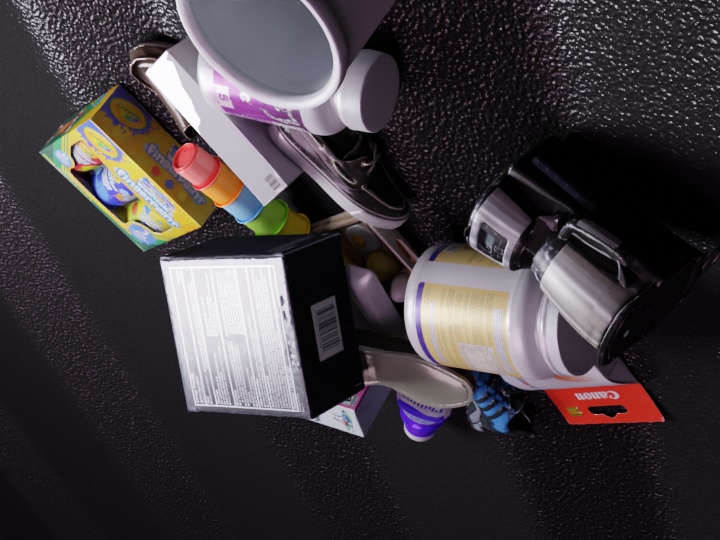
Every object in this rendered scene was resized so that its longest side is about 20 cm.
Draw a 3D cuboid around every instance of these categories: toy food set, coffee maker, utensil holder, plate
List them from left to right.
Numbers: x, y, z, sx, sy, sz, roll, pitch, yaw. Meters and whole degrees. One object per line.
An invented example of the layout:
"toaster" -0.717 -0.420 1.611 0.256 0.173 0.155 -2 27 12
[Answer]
"utensil holder" -0.046 -0.276 1.246 0.169 0.200 0.170 23 147 16
"plate" -0.039 0.043 1.747 0.199 0.032 0.200 15 155 31
"toy food set" 0.000 0.000 1.721 0.144 0.061 0.200 46 146 -21
"coffee maker" 0.235 -0.030 1.388 0.200 0.192 0.135 44 131 22

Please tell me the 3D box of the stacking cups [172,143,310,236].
"stacking cups" -0.148 -0.086 1.676 0.060 0.061 0.200 -2 154 44

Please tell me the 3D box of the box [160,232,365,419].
"box" -0.118 0.063 1.654 0.198 0.123 0.201 -1 104 35

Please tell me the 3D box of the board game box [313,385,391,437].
"board game box" -0.053 0.125 1.859 0.199 0.148 0.064 13 146 30

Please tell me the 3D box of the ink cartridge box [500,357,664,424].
"ink cartridge box" 0.257 0.137 1.689 0.162 0.050 0.200 -10 126 49

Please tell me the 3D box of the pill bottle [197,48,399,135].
"pill bottle" -0.064 -0.205 1.445 0.199 0.113 0.113 15 145 27

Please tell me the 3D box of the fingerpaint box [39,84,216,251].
"fingerpaint box" -0.301 -0.129 1.804 0.200 0.074 0.167 46 147 -20

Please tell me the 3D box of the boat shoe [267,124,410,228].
"boat shoe" -0.013 -0.121 1.552 0.200 0.071 0.064 36 135 -21

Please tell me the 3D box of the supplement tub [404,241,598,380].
"supplement tub" 0.166 0.046 1.553 0.199 0.146 0.146 7 140 37

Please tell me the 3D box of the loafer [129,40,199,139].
"loafer" -0.194 -0.197 1.614 0.199 0.071 0.073 33 149 1

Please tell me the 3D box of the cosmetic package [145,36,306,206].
"cosmetic package" -0.145 -0.174 1.551 0.200 0.083 0.051 49 128 -5

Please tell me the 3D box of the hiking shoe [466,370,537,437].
"hiking shoe" 0.172 0.148 1.768 0.086 0.075 0.200 11 153 28

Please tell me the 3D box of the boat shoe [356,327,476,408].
"boat shoe" 0.055 0.113 1.675 0.200 0.061 0.072 13 127 26

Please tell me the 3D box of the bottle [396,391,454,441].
"bottle" 0.091 0.168 1.866 0.083 0.065 0.200 22 148 9
